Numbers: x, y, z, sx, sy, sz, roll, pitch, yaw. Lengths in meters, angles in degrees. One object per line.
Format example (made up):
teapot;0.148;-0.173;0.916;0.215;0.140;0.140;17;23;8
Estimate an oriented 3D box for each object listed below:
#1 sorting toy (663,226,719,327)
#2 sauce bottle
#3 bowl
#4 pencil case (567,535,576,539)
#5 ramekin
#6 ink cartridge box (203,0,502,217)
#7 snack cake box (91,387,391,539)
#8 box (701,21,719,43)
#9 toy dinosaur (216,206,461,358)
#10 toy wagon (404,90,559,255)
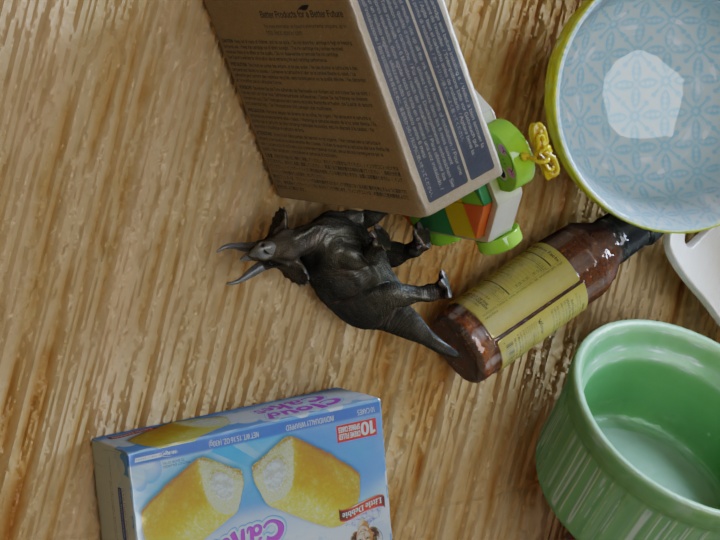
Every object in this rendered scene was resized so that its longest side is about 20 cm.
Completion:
sorting toy;0.329;-0.023;1.783;0.180;0.107;0.200;34;94;-27
sauce bottle;0.146;0.009;1.716;0.200;0.066;0.066;-32;110;-24
bowl;0.218;-0.131;1.709;0.200;0.108;0.201;-2;97;-17
pencil case;0.155;0.260;1.739;0.200;0.083;0.087;-46;105;-18
ramekin;0.228;0.141;1.705;0.200;0.200;0.098;2;134;-31
ink cartridge box;-0.008;-0.129;1.531;0.075;0.200;0.165;-28;110;-25
snack cake box;-0.081;0.158;1.597;0.200;0.067;0.115;-11;100;-29
box;0.345;-0.172;1.815;0.200;0.060;0.117;43;73;-27
toy dinosaur;0.000;0.000;1.626;0.200;0.102;0.077;37;42;-40
toy wagon;0.064;-0.085;1.577;0.040;0.200;0.156;-29;110;-22
